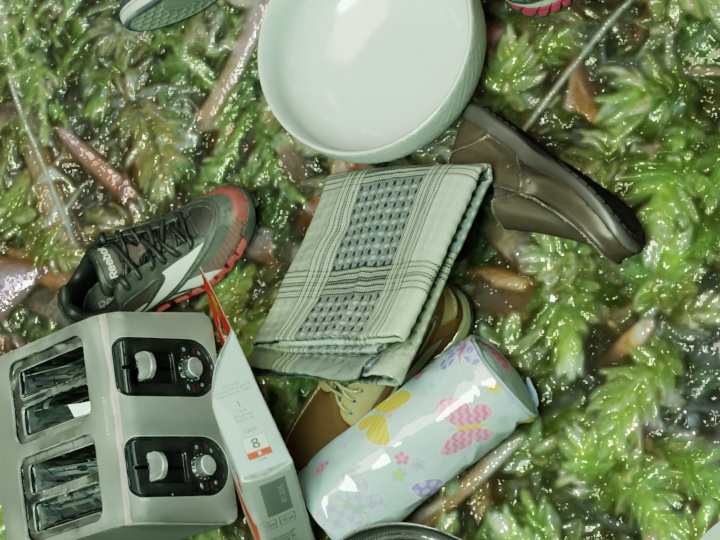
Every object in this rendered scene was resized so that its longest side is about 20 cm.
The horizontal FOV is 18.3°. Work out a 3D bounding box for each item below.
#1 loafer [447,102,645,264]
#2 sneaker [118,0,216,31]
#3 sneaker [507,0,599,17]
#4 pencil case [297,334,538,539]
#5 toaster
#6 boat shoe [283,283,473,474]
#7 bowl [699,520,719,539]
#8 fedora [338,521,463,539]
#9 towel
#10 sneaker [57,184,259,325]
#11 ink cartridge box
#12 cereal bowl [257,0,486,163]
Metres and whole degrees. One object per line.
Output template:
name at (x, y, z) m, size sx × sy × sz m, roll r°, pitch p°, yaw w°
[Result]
loafer at (0.145, -0.056, 1.779) m, size 0.200 × 0.073 × 0.071 m, roll 40°, pitch 101°, yaw 37°
sneaker at (-0.155, -0.315, 1.972) m, size 0.202 × 0.077 × 0.146 m, roll -37°, pitch 75°, yaw 3°
sneaker at (0.194, -0.276, 1.803) m, size 0.200 × 0.075 × 0.081 m, roll -35°, pitch 65°, yaw 14°
pencil case at (0.045, 0.140, 1.760) m, size 0.200 × 0.091 × 0.083 m, roll -41°, pitch 25°, yaw 11°
toaster at (-0.208, 0.138, 1.843) m, size 0.199 × 0.118 × 0.182 m, roll -21°, pitch 71°, yaw 42°
boat shoe at (0.003, 0.082, 1.803) m, size 0.200 × 0.074 × 0.076 m, roll -50°, pitch 62°, yaw 7°
bowl at (0.321, 0.261, 1.578) m, size 0.200 × 0.091 × 0.202 m, roll -14°, pitch 47°, yaw 16°
fedora at (0.034, 0.291, 1.691) m, size 0.176 × 0.090 × 0.201 m, roll -21°, pitch 88°, yaw 16°
towel at (0.000, 0.000, 1.789) m, size 0.192 × 0.035 × 0.201 m, roll 0°, pitch 60°, yaw 48°
sneaker at (-0.177, -0.008, 1.901) m, size 0.200 × 0.098 × 0.071 m, roll -36°, pitch 63°, yaw 12°
ink cartridge box at (-0.098, 0.121, 1.771) m, size 0.050 × 0.163 × 0.200 m, roll -24°, pitch 56°, yaw -9°
cereal bowl at (0.018, -0.181, 1.858) m, size 0.199 × 0.083 × 0.201 m, roll -6°, pitch 75°, yaw 25°
